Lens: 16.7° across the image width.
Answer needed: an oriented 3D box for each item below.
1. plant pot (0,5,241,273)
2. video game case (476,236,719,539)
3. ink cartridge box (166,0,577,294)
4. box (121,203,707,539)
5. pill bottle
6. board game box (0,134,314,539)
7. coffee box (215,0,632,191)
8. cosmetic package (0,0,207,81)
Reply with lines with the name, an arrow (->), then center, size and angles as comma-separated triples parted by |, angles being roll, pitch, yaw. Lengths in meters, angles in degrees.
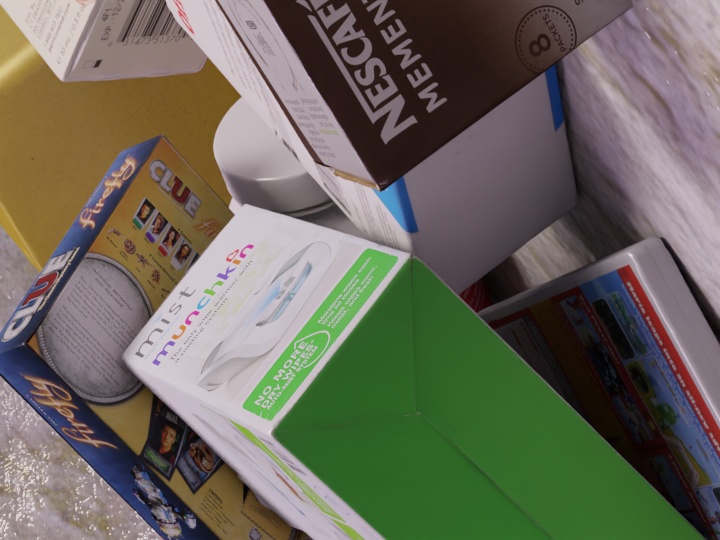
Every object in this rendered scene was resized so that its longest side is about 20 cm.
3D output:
plant pot -> -0.168, -0.116, 1.465 | 0.200, 0.176, 0.201 | 44, 166, 49
video game case -> 0.116, 0.067, 1.049 | 0.144, 0.017, 0.200 | 61, 161, 0
ink cartridge box -> -0.008, -0.104, 1.006 | 0.200, 0.084, 0.146 | 50, 170, 28
box -> 0.020, 0.080, 1.038 | 0.200, 0.097, 0.176 | 44, 170, -23
pill bottle -> 0.000, 0.000, 1.224 | 0.112, 0.112, 0.201 | 43, 162, 49
board game box -> -0.066, 0.056, 1.127 | 0.034, 0.136, 0.200 | -18, 122, 44
coffee box -> -0.012, -0.143, 0.817 | 0.201, 0.114, 0.080 | 59, 169, -17
cosmetic package -> -0.157, -0.198, 1.297 | 0.200, 0.103, 0.088 | 49, 127, 26
